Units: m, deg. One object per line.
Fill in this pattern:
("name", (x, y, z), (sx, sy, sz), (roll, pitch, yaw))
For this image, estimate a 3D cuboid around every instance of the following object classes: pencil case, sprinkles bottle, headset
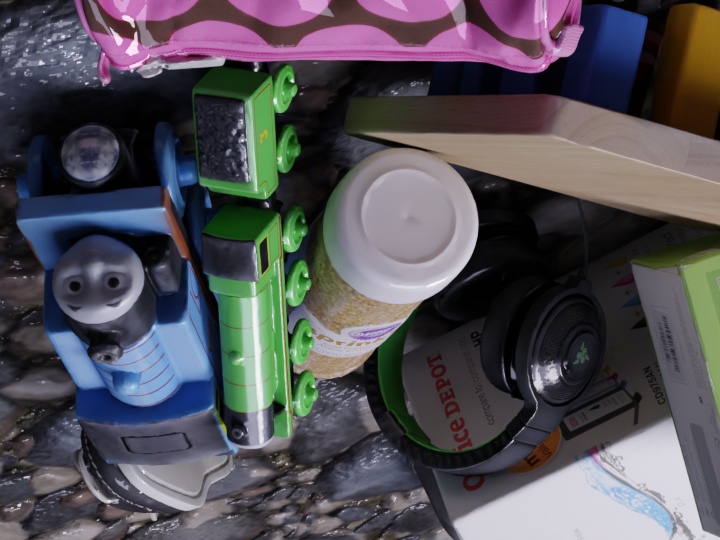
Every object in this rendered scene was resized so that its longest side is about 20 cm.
("pencil case", (-0.009, -0.118, 1.000), (0.199, 0.094, 0.091), (1, 175, 11))
("sprinkles bottle", (0.000, 0.000, 1.261), (0.068, 0.068, 0.200), (-9, 168, -15))
("headset", (0.088, 0.018, 1.351), (0.094, 0.124, 0.200), (17, 118, -49))

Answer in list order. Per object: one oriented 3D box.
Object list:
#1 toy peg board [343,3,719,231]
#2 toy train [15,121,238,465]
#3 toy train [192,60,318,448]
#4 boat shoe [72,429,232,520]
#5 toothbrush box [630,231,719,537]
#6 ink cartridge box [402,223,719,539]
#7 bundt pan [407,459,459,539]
("toy peg board", (0.128, -0.083, 1.153), (0.199, 0.098, 0.200), (14, 177, -25))
("toy train", (-0.104, 0.012, 1.214), (0.086, 0.115, 0.200), (-6, 154, 5))
("toy train", (-0.049, -0.005, 1.191), (0.042, 0.056, 0.200), (8, 120, 19))
("boat shoe", (-0.119, 0.098, 1.383), (0.060, 0.074, 0.200), (-25, 180, 8))
("toothbrush box", (0.252, 0.037, 1.278), (0.200, 0.146, 0.086), (-17, -175, -9))
("ink cartridge box", (0.146, 0.093, 1.422), (0.200, 0.147, 0.145), (-26, 127, 6))
("bundt pan", (0.132, 0.118, 1.606), (0.201, 0.076, 0.202), (-13, 152, -7))
